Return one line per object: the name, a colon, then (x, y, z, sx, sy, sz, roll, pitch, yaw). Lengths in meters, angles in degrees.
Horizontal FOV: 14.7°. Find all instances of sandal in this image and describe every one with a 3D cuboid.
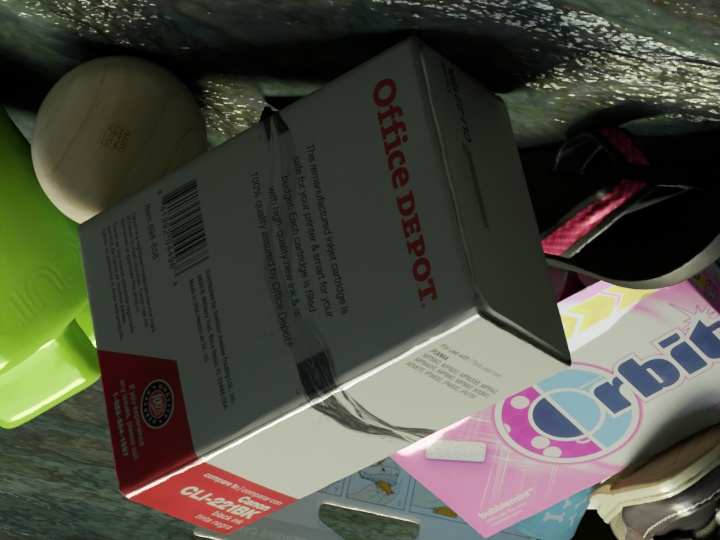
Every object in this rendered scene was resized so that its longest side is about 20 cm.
sandal: (0.103, -0.033, 1.285, 0.045, 0.075, 0.199, 37, 156, -34)

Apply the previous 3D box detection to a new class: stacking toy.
stacking toy: (-0.108, -0.047, 1.415, 0.085, 0.086, 0.200, 11, 173, 6)

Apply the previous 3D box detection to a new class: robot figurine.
robot figurine: (-0.206, -0.021, 1.399, 0.115, 0.176, 0.200, -28, 110, 26)

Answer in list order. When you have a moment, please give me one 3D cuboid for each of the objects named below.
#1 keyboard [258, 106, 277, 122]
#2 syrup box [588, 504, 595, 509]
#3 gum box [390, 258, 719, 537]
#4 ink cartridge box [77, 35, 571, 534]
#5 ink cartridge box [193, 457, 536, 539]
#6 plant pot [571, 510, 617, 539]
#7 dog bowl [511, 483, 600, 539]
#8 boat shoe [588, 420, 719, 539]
keyboard: (0.000, 0.000, 1.409, 0.104, 0.040, 0.200, 14, 148, 38)
syrup box: (0.186, 0.099, 1.690, 0.199, 0.079, 0.081, -3, 158, 45)
gum box: (0.104, 0.040, 1.365, 0.199, 0.066, 0.113, -30, 126, 28)
ink cartridge box: (-0.019, 0.009, 1.253, 0.199, 0.145, 0.084, -28, 148, 26)
ink cartridge box: (0.017, 0.091, 1.612, 0.199, 0.175, 0.044, 12, 167, 1)
plant pot: (0.163, 0.190, 1.886, 0.199, 0.202, 0.193, 12, 178, 2)
dog bowl: (0.057, 0.063, 1.537, 0.200, 0.050, 0.111, 42, -161, 9)
boat shoe: (0.165, 0.121, 1.426, 0.072, 0.065, 0.200, -32, 175, -10)
